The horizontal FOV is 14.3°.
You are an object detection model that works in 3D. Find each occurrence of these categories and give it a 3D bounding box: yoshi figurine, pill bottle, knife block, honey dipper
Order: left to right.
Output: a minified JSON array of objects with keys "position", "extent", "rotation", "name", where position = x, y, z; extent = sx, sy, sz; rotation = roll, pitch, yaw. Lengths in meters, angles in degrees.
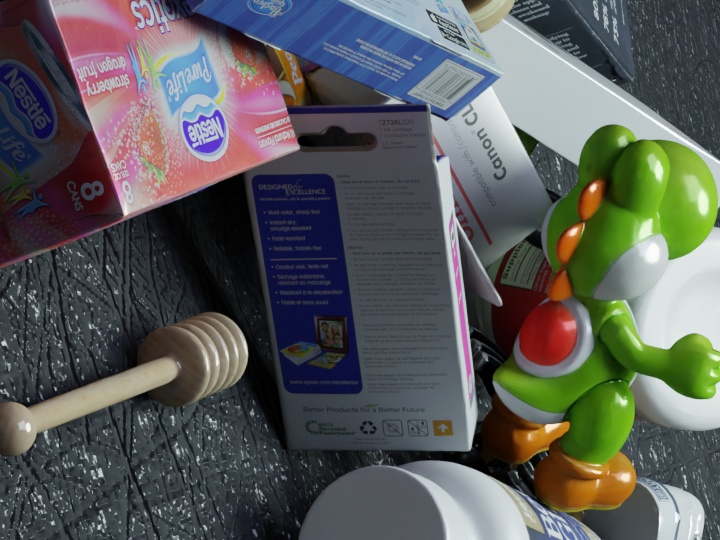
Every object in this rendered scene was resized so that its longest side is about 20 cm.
[{"position":[-0.107,0.054,1.247],"extent":[0.200,0.038,0.038],"rotation":[-23,96,-65],"name":"honey dipper"},{"position":[0.049,0.157,1.433],"extent":[0.200,0.111,0.112],"rotation":[30,47,-59],"name":"pill bottle"},{"position":[0.097,0.112,1.626],"extent":[0.176,0.064,0.200],"rotation":[58,5,4],"name":"knife block"},{"position":[0.140,0.023,1.623],"extent":[0.112,0.200,0.113],"rotation":[-4,97,-30],"name":"pill bottle"},{"position":[0.131,0.015,1.447],"extent":[0.112,0.112,0.201],"rotation":[-78,-179,-60],"name":"yoshi figurine"}]

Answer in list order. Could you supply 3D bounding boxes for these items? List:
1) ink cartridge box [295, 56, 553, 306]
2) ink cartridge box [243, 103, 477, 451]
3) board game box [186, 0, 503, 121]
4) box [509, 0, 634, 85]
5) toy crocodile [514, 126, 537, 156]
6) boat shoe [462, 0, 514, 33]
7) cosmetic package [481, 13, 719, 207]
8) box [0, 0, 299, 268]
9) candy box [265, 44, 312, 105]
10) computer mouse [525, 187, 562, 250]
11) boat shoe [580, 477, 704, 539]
[{"position":[0.027,-0.070,1.467],"extent":[0.117,0.067,0.200],"rotation":[59,-11,-32],"name":"ink cartridge box"},{"position":[0.000,0.000,1.377],"extent":[0.037,0.094,0.201],"rotation":[-75,161,-53],"name":"ink cartridge box"},{"position":[-0.041,-0.177,1.325],"extent":[0.200,0.043,0.200],"rotation":[20,38,-53],"name":"board game box"},{"position":[0.082,-0.208,1.782],"extent":[0.200,0.104,0.149],"rotation":[43,37,-50],"name":"box"},{"position":[0.056,-0.056,1.679],"extent":[0.067,0.062,0.200],"rotation":[29,27,4],"name":"toy crocodile"},{"position":[0.028,-0.162,1.547],"extent":[0.200,0.073,0.063],"rotation":[35,-18,54],"name":"boat shoe"},{"position":[0.103,-0.105,1.638],"extent":[0.200,0.052,0.151],"rotation":[30,10,-29],"name":"cosmetic package"},{"position":[-0.115,-0.070,1.234],"extent":[0.200,0.094,0.103],"rotation":[-26,98,-67],"name":"box"},{"position":[-0.097,-0.153,1.387],"extent":[0.201,0.055,0.115],"rotation":[70,22,-9],"name":"candy box"},{"position":[0.066,-0.070,1.586],"extent":[0.034,0.200,0.059],"rotation":[-37,153,-30],"name":"computer mouse"},{"position":[0.136,0.210,1.537],"extent":[0.065,0.073,0.201],"rotation":[12,105,-47],"name":"boat shoe"}]
